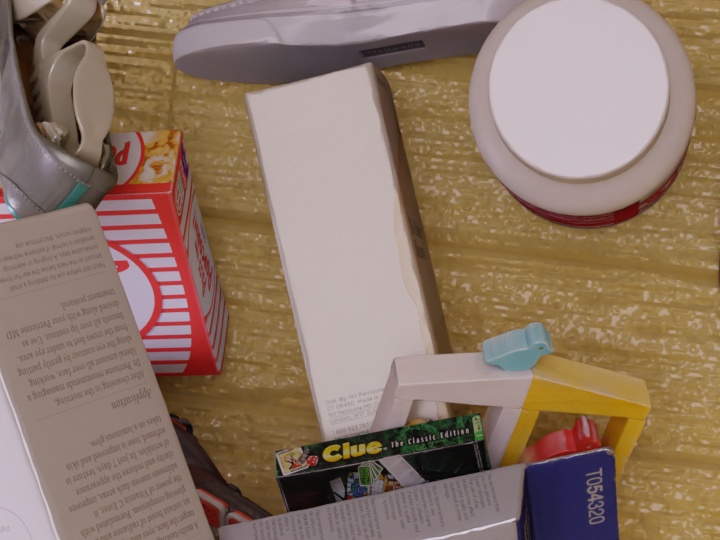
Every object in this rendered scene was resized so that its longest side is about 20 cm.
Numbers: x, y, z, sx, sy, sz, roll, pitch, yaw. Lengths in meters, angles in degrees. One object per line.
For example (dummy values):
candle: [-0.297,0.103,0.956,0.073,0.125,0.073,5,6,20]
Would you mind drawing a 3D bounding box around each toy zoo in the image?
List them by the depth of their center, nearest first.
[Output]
toy zoo: [0.064,0.102,1.090,0.130,0.021,0.201,6,133,-13]

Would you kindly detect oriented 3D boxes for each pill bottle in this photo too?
pill bottle: [0.112,-0.081,1.084,0.111,0.200,0.113,0,88,7]

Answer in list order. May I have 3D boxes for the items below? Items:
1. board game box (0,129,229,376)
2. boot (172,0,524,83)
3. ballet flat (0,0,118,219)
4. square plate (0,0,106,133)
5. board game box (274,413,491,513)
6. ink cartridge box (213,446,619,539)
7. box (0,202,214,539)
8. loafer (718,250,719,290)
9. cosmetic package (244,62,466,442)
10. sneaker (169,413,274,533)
board game box: [-0.180,-0.005,1.148,0.198,0.152,0.047,-2,49,8]
boot: [-0.006,-0.162,1.176,0.198,0.074,0.096,-7,77,3]
ballet flat: [-0.150,-0.106,1.082,0.064,0.067,0.201,-41,44,33]
square plate: [-0.254,-0.130,1.158,0.199,0.198,0.029,16,125,7]
board game box: [0.026,0.153,1.103,0.104,0.201,0.024,-12,44,2]
ink cartridge box: [0.039,0.183,1.088,0.199,0.197,0.043,-11,44,0]
box: [-0.174,0.092,0.999,0.152,0.106,0.201,-21,89,31]
loafer: [0.226,-0.035,1.134,0.075,0.067,0.202,-2,88,7]
cosmetic package: [0.000,0.000,1.145,0.073,0.104,0.201,-12,88,6]
sneaker: [-0.102,0.108,1.162,0.199,0.082,0.077,27,132,15]
